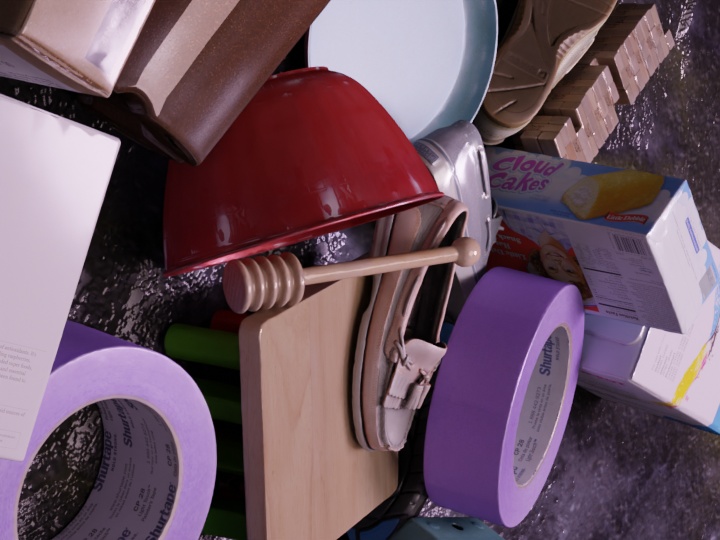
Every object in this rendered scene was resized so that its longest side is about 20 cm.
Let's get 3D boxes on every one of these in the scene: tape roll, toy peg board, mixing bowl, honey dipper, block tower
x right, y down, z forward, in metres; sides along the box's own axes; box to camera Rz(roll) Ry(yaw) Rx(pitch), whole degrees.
[{"bbox_3d":[0.118,0.101,1.368,0.200,0.065,0.201,14,90,-70],"label":"tape roll"},{"bbox_3d":[-0.196,0.137,1.121,0.200,0.085,0.201,-17,113,-43],"label":"tape roll"},{"bbox_3d":[-0.060,0.099,1.270,0.199,0.098,0.201,-30,123,-57],"label":"toy peg board"},{"bbox_3d":[-0.053,-0.073,1.156,0.200,0.200,0.109,-17,91,-44],"label":"mixing bowl"},{"bbox_3d":[0.000,0.000,1.196,0.199,0.038,0.038,-7,107,-30],"label":"honey dipper"},{"bbox_3d":[0.200,-0.157,1.474,0.200,0.054,0.058,-51,131,-33],"label":"block tower"}]

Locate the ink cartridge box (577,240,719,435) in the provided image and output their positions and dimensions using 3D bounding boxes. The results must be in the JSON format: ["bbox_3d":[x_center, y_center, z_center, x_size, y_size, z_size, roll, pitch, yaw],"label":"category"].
[{"bbox_3d":[0.254,0.042,1.537,0.200,0.146,0.146,28,81,-49],"label":"ink cartridge box"}]

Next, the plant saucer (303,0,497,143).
[{"bbox_3d":[0.028,-0.176,1.306,0.200,0.027,0.201,-13,110,-40],"label":"plant saucer"}]

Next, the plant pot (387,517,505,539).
[{"bbox_3d":[0.055,0.305,1.368,0.141,0.141,0.201,8,110,-48],"label":"plant pot"}]

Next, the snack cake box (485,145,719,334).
[{"bbox_3d":[0.182,-0.026,1.397,0.067,0.200,0.115,-52,134,-26],"label":"snack cake box"}]

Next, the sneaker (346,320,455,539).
[{"bbox_3d":[0.055,0.146,1.407,0.082,0.073,0.200,37,76,-51],"label":"sneaker"}]

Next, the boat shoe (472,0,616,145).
[{"bbox_3d":[0.154,-0.193,1.428,0.201,0.073,0.063,-61,-179,-21],"label":"boat shoe"}]

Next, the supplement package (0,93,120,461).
[{"bbox_3d":[-0.246,-0.007,0.994,0.121,0.120,0.201,20,87,-47],"label":"supplement package"}]

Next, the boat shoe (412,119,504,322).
[{"bbox_3d":[0.082,-0.036,1.354,0.071,0.070,0.201,-35,141,-19],"label":"boat shoe"}]

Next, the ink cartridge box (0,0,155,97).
[{"bbox_3d":[-0.186,-0.192,0.943,0.075,0.200,0.165,33,78,-46],"label":"ink cartridge box"}]

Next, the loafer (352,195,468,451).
[{"bbox_3d":[0.038,0.040,1.267,0.072,0.063,0.201,0,97,-63],"label":"loafer"}]

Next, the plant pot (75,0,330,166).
[{"bbox_3d":[-0.110,-0.186,1.050,0.199,0.200,0.200,-56,136,-7],"label":"plant pot"}]
